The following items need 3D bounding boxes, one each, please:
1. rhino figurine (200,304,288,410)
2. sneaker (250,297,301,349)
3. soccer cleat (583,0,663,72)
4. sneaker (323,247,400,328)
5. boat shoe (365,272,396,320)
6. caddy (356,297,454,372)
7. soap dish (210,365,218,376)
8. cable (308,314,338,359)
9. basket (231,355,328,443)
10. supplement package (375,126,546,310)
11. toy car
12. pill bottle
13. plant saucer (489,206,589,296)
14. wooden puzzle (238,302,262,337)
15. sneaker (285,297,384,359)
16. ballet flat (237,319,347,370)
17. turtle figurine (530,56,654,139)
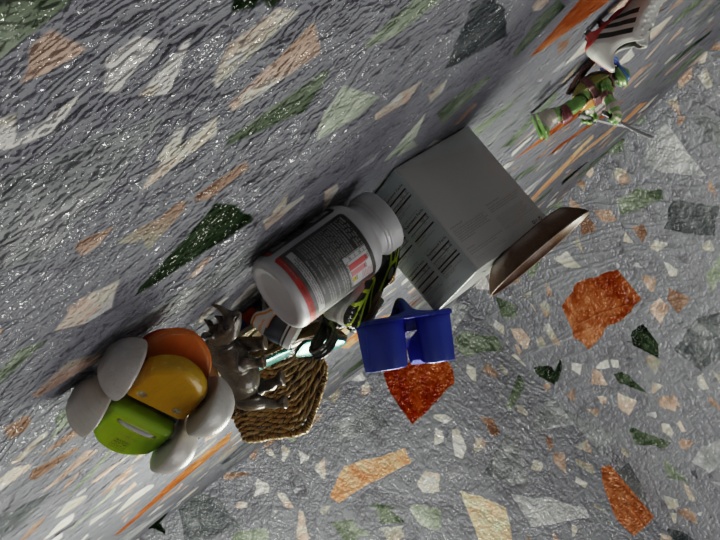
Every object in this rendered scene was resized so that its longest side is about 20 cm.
[{"bbox_3d":[-0.176,0.128,1.656,0.087,0.200,0.060,-13,-145,14],"label":"rhino figurine"},{"bbox_3d":[-0.101,0.031,1.761,0.200,0.079,0.079,-59,173,-47],"label":"sneaker"},{"bbox_3d":[0.455,-0.410,1.857,0.200,0.085,0.069,-42,171,12],"label":"soccer cleat"},{"bbox_3d":[0.000,0.000,1.691,0.200,0.076,0.076,-51,152,-44],"label":"sneaker"},{"bbox_3d":[0.028,0.001,1.837,0.072,0.068,0.201,-25,-140,43],"label":"boat shoe"},{"bbox_3d":[0.065,0.093,1.716,0.141,0.105,0.200,-7,175,-8],"label":"caddy"},{"bbox_3d":[-0.283,0.202,1.755,0.157,0.081,0.200,-34,167,-15],"label":"soap dish"},{"bbox_3d":[-0.050,0.063,1.719,0.097,0.050,0.200,-18,-158,34],"label":"cable"},{"bbox_3d":[-0.140,0.200,1.993,0.200,0.149,0.143,-19,-169,47],"label":"basket"},{"bbox_3d":[0.144,-0.082,1.802,0.191,0.200,0.147,-32,169,-38],"label":"supplement package"},{"bbox_3d":[-0.266,0.151,1.467,0.200,0.175,0.150,-46,-154,31],"label":"toy car"},{"bbox_3d":[-0.042,-0.019,1.595,0.200,0.116,0.116,-36,171,-23],"label":"pill bottle"},{"bbox_3d":[0.267,-0.037,1.763,0.200,0.037,0.200,-40,172,-7],"label":"plant saucer"},{"bbox_3d":[-0.171,0.094,1.870,0.200,0.046,0.185,-30,167,-29],"label":"wooden puzzle"},{"bbox_3d":[-0.041,0.089,1.862,0.200,0.099,0.071,-48,179,-12],"label":"sneaker"},{"bbox_3d":[-0.113,0.105,1.777,0.200,0.072,0.068,-14,158,-32],"label":"ballet flat"},{"bbox_3d":[0.429,-0.280,2.120,0.193,0.144,0.200,-23,128,3],"label":"turtle figurine"}]
